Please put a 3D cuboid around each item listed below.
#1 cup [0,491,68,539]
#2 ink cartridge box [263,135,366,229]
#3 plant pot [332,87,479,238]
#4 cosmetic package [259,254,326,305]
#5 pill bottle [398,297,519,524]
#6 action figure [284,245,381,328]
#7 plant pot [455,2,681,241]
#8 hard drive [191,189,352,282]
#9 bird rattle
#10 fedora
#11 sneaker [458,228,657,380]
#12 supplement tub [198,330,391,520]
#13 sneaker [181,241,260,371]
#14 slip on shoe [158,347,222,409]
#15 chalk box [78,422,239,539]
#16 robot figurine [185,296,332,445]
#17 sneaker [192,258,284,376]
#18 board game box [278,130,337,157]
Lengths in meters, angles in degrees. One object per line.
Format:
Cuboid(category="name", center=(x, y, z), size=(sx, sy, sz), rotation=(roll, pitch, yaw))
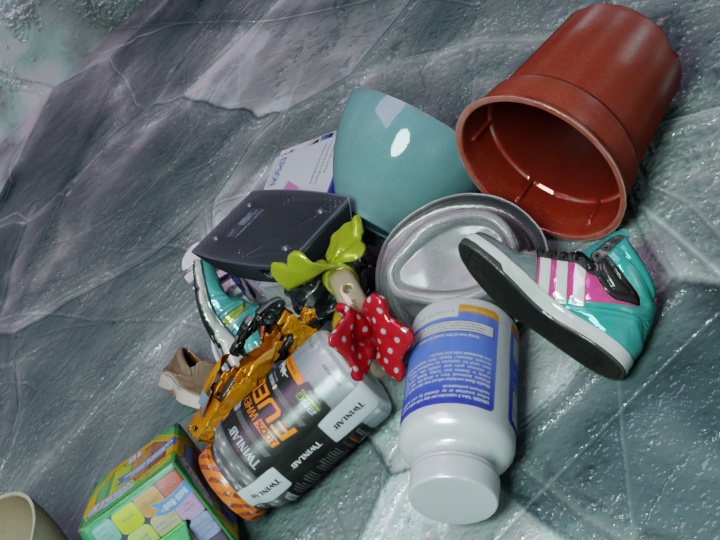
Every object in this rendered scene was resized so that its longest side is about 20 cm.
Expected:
Cuboid(category="cup", center=(-0.412, 0.392, 1.211), size=(0.200, 0.143, 0.201), rotation=(-29, 35, 23))
Cuboid(category="ink cartridge box", center=(-0.063, -0.102, 1.373), size=(0.199, 0.043, 0.197), rotation=(-17, 41, 37))
Cuboid(category="plant pot", center=(0.043, -0.114, 1.233), size=(0.200, 0.200, 0.135), rotation=(25, 84, 56))
Cuboid(category="cosmetic package", center=(-0.060, -0.045, 1.390), size=(0.082, 0.051, 0.201), rotation=(-6, 49, 42))
Cuboid(category="pill bottle", center=(0.095, 0.134, 0.963), size=(0.112, 0.112, 0.201), rotation=(-22, 39, 31))
Cuboid(category="action figure", center=(0.000, 0.000, 1.218), size=(0.199, 0.119, 0.103), rotation=(-25, 42, 37))
Cuboid(category="plant pot", center=(0.238, -0.171, 1.086), size=(0.200, 0.201, 0.196), rotation=(4, 48, 50))
Cuboid(category="hard drive", center=(-0.105, -0.042, 1.216), size=(0.199, 0.042, 0.135), rotation=(8, 49, 49))
Cuboid(category="bird rattle", center=(0.004, 0.046, 1.054), size=(0.112, 0.163, 0.200), rotation=(-34, 54, -6))
Cuboid(category="fedora", center=(0.097, -0.001, 1.058), size=(0.199, 0.090, 0.178), rotation=(-12, 76, 17))
Cuboid(category="sneaker", center=(0.203, -0.001, 0.965), size=(0.200, 0.084, 0.121), rotation=(38, 71, 15))
Cuboid(category="supplement tub", center=(-0.074, 0.172, 1.099), size=(0.200, 0.123, 0.123), rotation=(-43, 33, 3))
Cuboid(category="sneaker", center=(-0.164, 0.059, 1.367), size=(0.080, 0.115, 0.200), rotation=(-29, 65, 7))
Cuboid(category="slip on shoe", center=(-0.204, 0.148, 1.314), size=(0.200, 0.076, 0.061), rotation=(12, 79, 61))
Cuboid(category="chalk box", center=(-0.212, 0.269, 1.070), size=(0.124, 0.124, 0.200), rotation=(-35, 9, -4))
Cuboid(category="robot figurine", center=(-0.114, 0.125, 1.183), size=(0.201, 0.145, 0.058), rotation=(-58, 36, -4))
Cuboid(category="sneaker", center=(-0.154, 0.069, 1.272), size=(0.079, 0.201, 0.078), rotation=(-28, -15, -14))
Cuboid(category="board game box", center=(-0.101, -0.117, 1.529), size=(0.126, 0.035, 0.201), rotation=(-13, 44, 41))
